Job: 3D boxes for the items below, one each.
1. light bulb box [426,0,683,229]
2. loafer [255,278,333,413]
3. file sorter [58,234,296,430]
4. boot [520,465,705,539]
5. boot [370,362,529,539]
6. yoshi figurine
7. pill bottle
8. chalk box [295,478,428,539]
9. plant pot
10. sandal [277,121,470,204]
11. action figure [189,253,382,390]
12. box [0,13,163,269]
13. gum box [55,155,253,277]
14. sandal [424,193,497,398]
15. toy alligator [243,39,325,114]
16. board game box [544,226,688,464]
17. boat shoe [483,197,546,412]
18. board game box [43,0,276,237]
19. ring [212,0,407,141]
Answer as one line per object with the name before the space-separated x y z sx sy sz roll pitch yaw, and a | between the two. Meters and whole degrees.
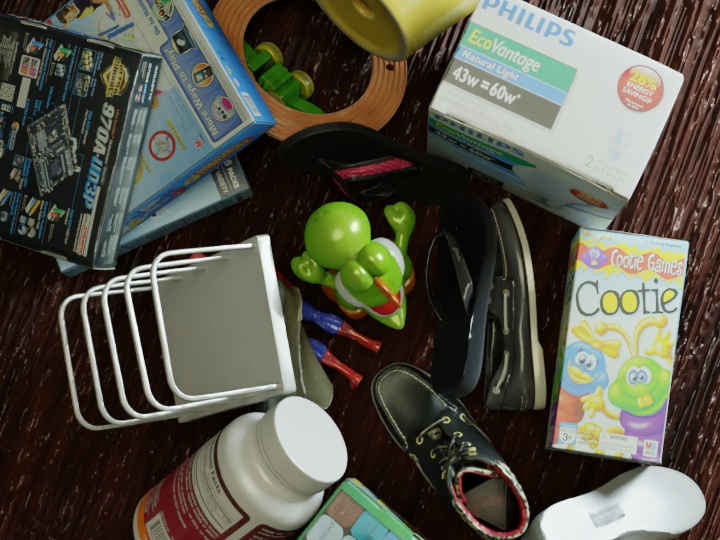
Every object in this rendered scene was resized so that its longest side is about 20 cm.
light bulb box | 0.171 -0.141 1.535 0.197 0.200 0.126 25 85 5
loafer | -0.063 0.097 1.558 0.069 0.075 0.202 -6 120 -13
file sorter | -0.170 0.062 1.509 0.123 0.199 0.140 -6 82 -36
boot | 0.222 0.243 1.555 0.198 0.096 0.074 -8 60 -30
boot | 0.085 0.164 1.526 0.073 0.154 0.204 -38 84 -3
yoshi figurine | -0.004 -0.015 1.528 0.111 0.200 0.114 12 85 4
pill bottle | -0.106 0.201 1.508 0.200 0.113 0.113 -40 82 31
chalk box | -0.002 0.270 1.494 0.124 0.200 0.125 39 87 5
plant pot | 0.055 -0.302 1.542 0.200 0.201 0.189 40 75 6
sandal | 0.017 -0.089 1.562 0.198 0.075 0.046 14 56 -27
action figure | -0.078 0.040 1.599 0.199 0.052 0.066 33 81 -1
box | -0.277 -0.118 1.522 0.157 0.046 0.202 16 97 18
gum box | -0.227 -0.113 1.626 0.198 0.045 0.171 -23 83 -1
sandal | 0.088 0.016 1.562 0.042 0.076 0.202 17 63 -29
toy alligator | -0.112 -0.193 1.627 0.200 0.054 0.059 42 49 5
board game box | 0.235 0.072 1.557 0.102 0.105 0.203 8 83 4
boat shoe | 0.133 0.034 1.582 0.062 0.073 0.203 -7 88 -2
board game box | -0.209 -0.164 1.551 0.195 0.056 0.201 -33 81 18
ring | -0.052 -0.203 1.605 0.198 0.019 0.203 8 63 -16
